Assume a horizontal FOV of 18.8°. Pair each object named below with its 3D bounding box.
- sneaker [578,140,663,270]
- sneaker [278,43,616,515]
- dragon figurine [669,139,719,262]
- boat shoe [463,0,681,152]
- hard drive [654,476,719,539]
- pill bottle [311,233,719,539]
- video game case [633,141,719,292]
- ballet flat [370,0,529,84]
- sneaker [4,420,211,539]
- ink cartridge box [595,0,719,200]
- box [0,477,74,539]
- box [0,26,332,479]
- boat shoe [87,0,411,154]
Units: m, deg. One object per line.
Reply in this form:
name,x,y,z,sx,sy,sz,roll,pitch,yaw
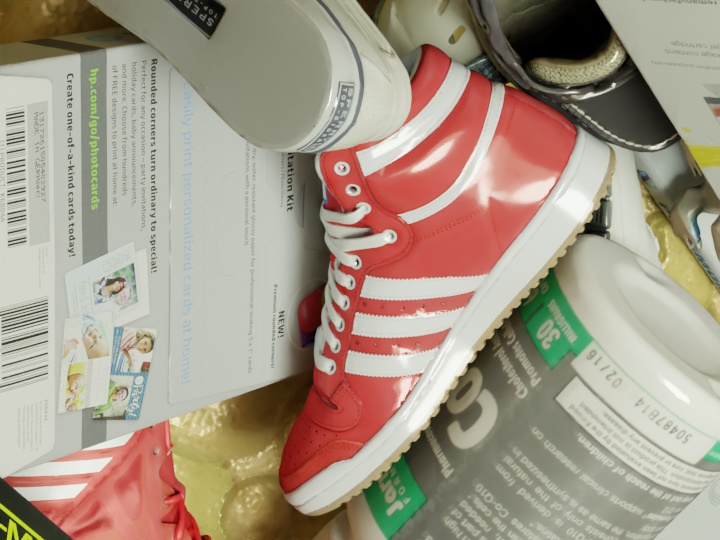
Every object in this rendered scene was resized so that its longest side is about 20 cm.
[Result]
sneaker,0.111,0.019,1.003,0.087,0.074,0.201,-22,120,-36
sneaker,0.000,0.000,0.878,0.112,0.071,0.200,33,106,-16
dragon figurine,0.180,-0.069,0.981,0.099,0.059,0.200,-35,119,-14
boat shoe,0.081,-0.097,0.843,0.072,0.065,0.200,-34,137,10
hard drive,0.104,0.172,1.063,0.199,0.026,0.132,-20,114,-20
pill bottle,0.066,0.091,0.919,0.113,0.113,0.200,29,113,-31
video game case,0.222,-0.089,1.043,0.200,0.022,0.182,-44,120,-8
ballet flat,0.062,-0.127,0.901,0.200,0.074,0.074,-37,120,2
sneaker,-0.077,0.114,0.921,0.200,0.078,0.116,21,97,-32
ink cartridge box,0.183,-0.106,0.843,0.200,0.083,0.145,50,61,-42
box,-0.217,0.120,0.799,0.200,0.048,0.193,-26,126,22
box,-0.084,-0.018,0.853,0.200,0.041,0.157,-17,115,-47
boat shoe,-0.053,-0.116,0.813,0.070,0.200,0.071,0,129,-53
